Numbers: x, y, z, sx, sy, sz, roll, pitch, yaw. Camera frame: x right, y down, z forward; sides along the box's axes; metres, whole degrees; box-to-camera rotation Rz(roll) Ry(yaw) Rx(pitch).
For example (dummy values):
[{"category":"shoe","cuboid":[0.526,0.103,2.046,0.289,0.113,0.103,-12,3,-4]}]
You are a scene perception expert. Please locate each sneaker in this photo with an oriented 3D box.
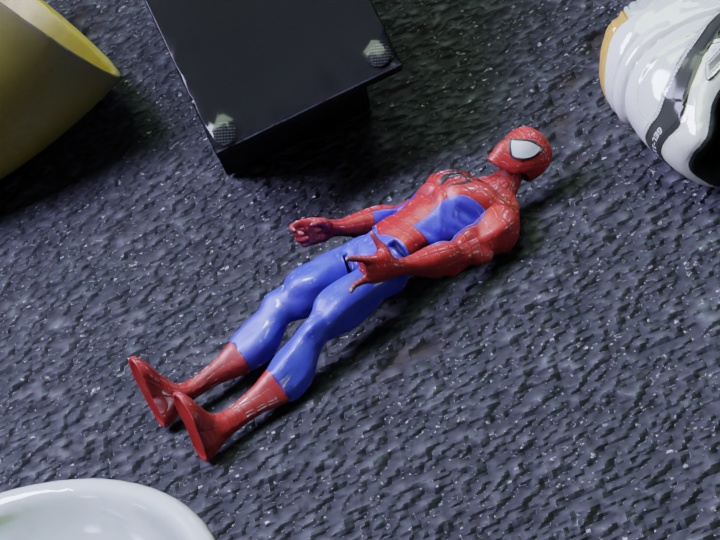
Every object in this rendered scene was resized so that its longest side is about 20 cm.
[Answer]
[{"category":"sneaker","cuboid":[0.201,-0.096,1.203,0.199,0.076,0.088,-28,48,-2]}]

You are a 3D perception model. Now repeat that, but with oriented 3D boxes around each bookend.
[{"category":"bookend","cuboid":[-0.056,-0.134,1.373,0.092,0.199,0.201,-25,75,-2]}]

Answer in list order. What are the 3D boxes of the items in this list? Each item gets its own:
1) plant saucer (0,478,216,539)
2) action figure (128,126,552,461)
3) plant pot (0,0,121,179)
[{"category":"plant saucer","cuboid":[-0.133,0.159,1.051,0.199,0.050,0.201,-17,31,11]},{"category":"action figure","cuboid":[0.000,0.000,1.205,0.199,0.052,0.065,-33,28,-18]},{"category":"plant pot","cuboid":[-0.236,-0.099,1.405,0.142,0.200,0.200,-52,32,5]}]
